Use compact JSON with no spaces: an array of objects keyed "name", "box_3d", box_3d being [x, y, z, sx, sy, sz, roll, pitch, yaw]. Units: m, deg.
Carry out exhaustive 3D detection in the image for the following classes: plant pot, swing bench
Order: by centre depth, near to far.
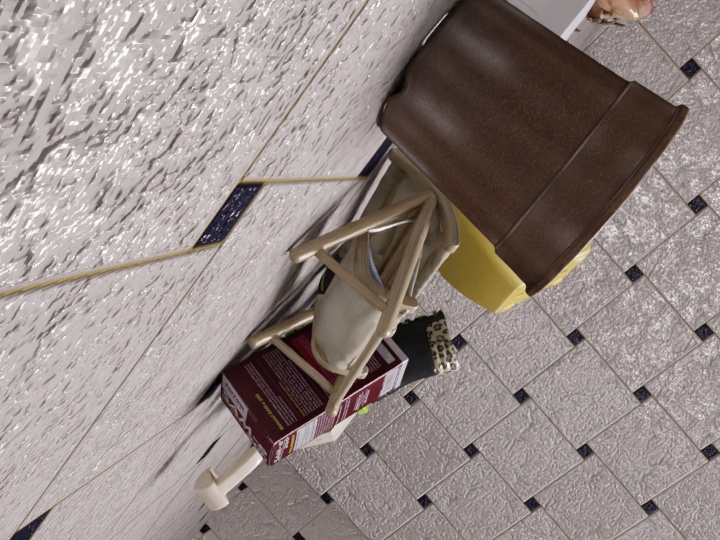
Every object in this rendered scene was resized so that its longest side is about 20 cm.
[{"name":"plant pot","box_3d":[0.134,-0.118,0.695,0.201,0.198,0.200,-50,175,-6]},{"name":"swing bench","box_3d":[0.004,0.014,0.876,0.200,0.129,0.200,-46,172,-36]},{"name":"plant pot","box_3d":[0.188,-0.065,1.065,0.192,0.202,0.196,-25,166,-15]}]

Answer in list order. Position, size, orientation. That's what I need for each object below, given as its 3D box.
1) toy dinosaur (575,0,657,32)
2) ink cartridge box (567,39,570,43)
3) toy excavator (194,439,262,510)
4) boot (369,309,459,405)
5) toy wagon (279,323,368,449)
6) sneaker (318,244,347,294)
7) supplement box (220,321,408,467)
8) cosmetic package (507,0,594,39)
[{"name":"toy dinosaur","box_3d":[0.323,-0.349,1.018,0.085,0.200,0.137,-24,129,-9]},{"name":"ink cartridge box","box_3d":[0.271,-0.236,1.103,0.047,0.148,0.200,-12,-161,-1]},{"name":"toy excavator","box_3d":[-0.121,0.210,1.081,0.193,0.101,0.200,-31,-165,15]},{"name":"boot","box_3d":[0.040,0.080,1.115,0.151,0.206,0.074,-18,142,2]},{"name":"toy wagon","box_3d":[-0.073,0.131,1.041,0.153,0.202,0.040,-14,141,8]},{"name":"sneaker","box_3d":[0.000,0.000,1.085,0.081,0.074,0.200,-49,175,38]},{"name":"supplement box","box_3d":[-0.053,0.127,0.951,0.198,0.109,0.061,-26,150,-30]},{"name":"cosmetic package","box_3d":[0.163,-0.232,0.858,0.201,0.074,0.102,-50,175,1]}]
